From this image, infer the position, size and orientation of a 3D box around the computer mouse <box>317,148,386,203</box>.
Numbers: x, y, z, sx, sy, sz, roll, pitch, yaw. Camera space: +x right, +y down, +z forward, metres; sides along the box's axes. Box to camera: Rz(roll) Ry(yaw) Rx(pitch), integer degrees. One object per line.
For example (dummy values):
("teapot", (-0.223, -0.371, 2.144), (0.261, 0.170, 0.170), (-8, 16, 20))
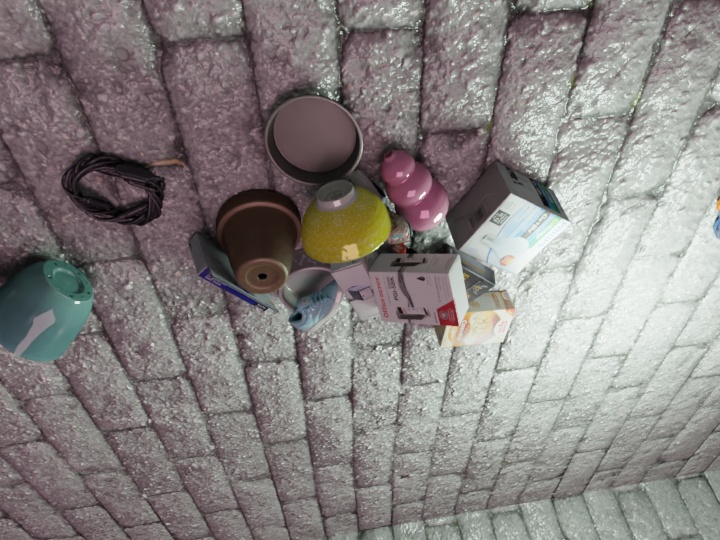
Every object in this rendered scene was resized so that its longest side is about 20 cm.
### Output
("computer mouse", (-0.009, -0.187, 1.321), (0.109, 0.044, 0.199), (-36, 132, 22))

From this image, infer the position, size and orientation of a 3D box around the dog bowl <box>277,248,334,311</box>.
("dog bowl", (-0.124, 0.033, 1.517), (0.197, 0.059, 0.201), (-6, 137, -6))

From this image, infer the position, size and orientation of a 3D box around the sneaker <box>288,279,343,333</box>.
("sneaker", (-0.113, 0.087, 1.480), (0.081, 0.074, 0.200), (16, 130, -31))

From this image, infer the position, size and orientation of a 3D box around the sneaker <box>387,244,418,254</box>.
("sneaker", (0.126, -0.005, 1.532), (0.085, 0.075, 0.200), (-55, 148, -5))

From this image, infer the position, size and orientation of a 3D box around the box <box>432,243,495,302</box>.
("box", (0.201, 0.034, 1.442), (0.157, 0.049, 0.200), (27, 137, -25))

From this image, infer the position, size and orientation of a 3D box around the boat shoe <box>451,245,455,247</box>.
("boat shoe", (0.212, 0.020, 1.583), (0.074, 0.093, 0.202), (27, 108, 11))

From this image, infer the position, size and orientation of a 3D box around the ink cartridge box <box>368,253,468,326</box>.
("ink cartridge box", (0.132, 0.043, 1.357), (0.198, 0.083, 0.148), (1, 122, 29))

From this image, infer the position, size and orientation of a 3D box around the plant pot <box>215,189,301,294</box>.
("plant pot", (-0.224, -0.048, 1.323), (0.197, 0.176, 0.202), (-6, 138, -5))

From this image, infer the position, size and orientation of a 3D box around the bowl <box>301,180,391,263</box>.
("bowl", (-0.040, -0.119, 1.228), (0.198, 0.201, 0.109), (-15, 127, 3))

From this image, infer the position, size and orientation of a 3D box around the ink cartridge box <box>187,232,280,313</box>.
("ink cartridge box", (-0.291, 0.018, 1.359), (0.041, 0.200, 0.199), (-48, 128, 9))

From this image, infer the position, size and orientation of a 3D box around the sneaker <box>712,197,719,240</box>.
("sneaker", (1.001, -0.123, 1.598), (0.075, 0.079, 0.200), (-26, 136, 15))

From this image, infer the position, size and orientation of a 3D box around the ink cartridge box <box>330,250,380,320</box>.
("ink cartridge box", (0.000, 0.000, 1.443), (0.085, 0.148, 0.201), (-17, 137, 15))

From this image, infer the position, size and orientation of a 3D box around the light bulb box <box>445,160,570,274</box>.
("light bulb box", (0.347, -0.120, 1.415), (0.198, 0.126, 0.199), (18, 130, -27))

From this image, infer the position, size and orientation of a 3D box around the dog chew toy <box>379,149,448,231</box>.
("dog chew toy", (0.111, -0.181, 1.305), (0.124, 0.125, 0.200), (-27, 127, 16))

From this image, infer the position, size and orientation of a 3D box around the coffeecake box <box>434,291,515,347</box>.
("coffeecake box", (0.329, 0.142, 1.727), (0.197, 0.074, 0.155), (-4, 136, -10))

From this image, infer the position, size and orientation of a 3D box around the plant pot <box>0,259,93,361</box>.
("plant pot", (-0.702, 0.074, 1.334), (0.161, 0.201, 0.200), (-43, 131, 12))

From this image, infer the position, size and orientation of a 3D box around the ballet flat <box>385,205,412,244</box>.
("ballet flat", (0.055, -0.101, 1.327), (0.063, 0.200, 0.077), (-17, 104, -11))

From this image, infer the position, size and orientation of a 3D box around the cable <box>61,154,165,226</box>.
("cable", (-0.511, -0.163, 1.234), (0.198, 0.051, 0.164), (8, 139, -25))

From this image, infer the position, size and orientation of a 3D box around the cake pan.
("cake pan", (-0.093, -0.264, 1.197), (0.197, 0.037, 0.202), (2, 130, 2))
